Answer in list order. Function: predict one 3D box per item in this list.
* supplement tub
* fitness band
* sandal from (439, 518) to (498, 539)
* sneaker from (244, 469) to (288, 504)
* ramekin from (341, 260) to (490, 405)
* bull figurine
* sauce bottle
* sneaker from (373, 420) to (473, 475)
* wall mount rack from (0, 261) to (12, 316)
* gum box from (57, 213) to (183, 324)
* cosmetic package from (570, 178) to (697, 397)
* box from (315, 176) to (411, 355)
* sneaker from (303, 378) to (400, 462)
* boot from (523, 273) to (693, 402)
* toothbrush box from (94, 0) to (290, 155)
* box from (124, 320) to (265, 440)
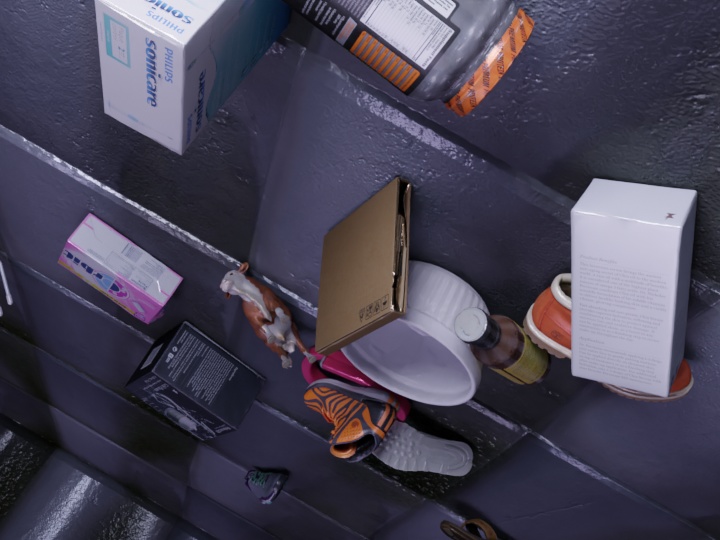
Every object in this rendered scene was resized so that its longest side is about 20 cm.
[{"bbox_3d":[0.032,-0.221,0.680,0.200,0.123,0.123,36,149,-10],"label":"supplement tub"},{"bbox_3d":[-0.009,0.194,1.420,0.200,0.037,0.144,22,149,16],"label":"fitness band"},{"bbox_3d":[0.243,0.526,1.686,0.200,0.055,0.082,24,159,-18],"label":"sandal"},{"bbox_3d":[-0.241,0.523,2.079,0.088,0.074,0.200,37,150,-1],"label":"sneaker"},{"bbox_3d":[0.076,0.077,1.102,0.200,0.105,0.200,22,150,14],"label":"ramekin"},{"bbox_3d":[-0.142,0.075,1.313,0.121,0.065,0.200,49,176,42],"label":"bull figurine"},{"bbox_3d":[0.171,0.090,1.015,0.065,0.065,0.200,9,166,32],"label":"sauce bottle"},{"bbox_3d":[0.087,0.303,1.435,0.200,0.076,0.080,21,169,-12],"label":"sneaker"},{"bbox_3d":[-0.799,0.006,1.787,0.174,0.075,0.200,40,149,-16],"label":"wall mount rack"},{"bbox_3d":[-0.407,0.003,1.450,0.200,0.066,0.113,37,149,-11],"label":"gum box"},{"bbox_3d":[0.265,0.018,0.831,0.101,0.071,0.200,12,128,29],"label":"cosmetic package"},{"bbox_3d":[0.000,0.000,1.008,0.021,0.164,0.200,13,156,-24],"label":"box"},{"bbox_3d":[-0.036,0.242,1.369,0.200,0.112,0.078,-3,139,46],"label":"sneaker"},{"bbox_3d":[0.289,0.074,0.951,0.200,0.075,0.107,26,145,9],"label":"boot"},{"bbox_3d":[-0.136,-0.225,0.743,0.085,0.200,0.146,28,151,3],"label":"toothbrush box"},{"bbox_3d":[-0.324,0.220,1.650,0.197,0.124,0.200,37,149,-15],"label":"box"}]
